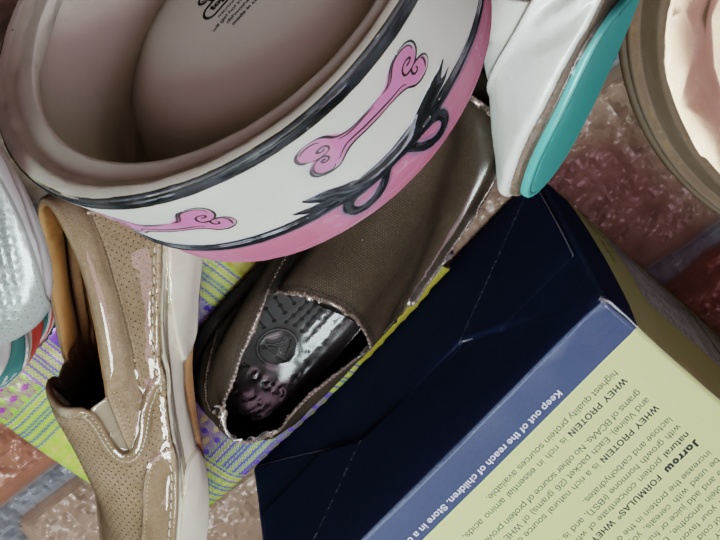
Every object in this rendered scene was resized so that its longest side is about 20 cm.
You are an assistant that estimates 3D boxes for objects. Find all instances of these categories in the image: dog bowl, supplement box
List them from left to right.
[{"bbox_3d":[-0.038,-0.091,0.726,0.200,0.201,0.074,-37,135,10],"label":"dog bowl"},{"bbox_3d":[0.093,0.110,0.857,0.200,0.134,0.200,39,105,-21],"label":"supplement box"}]

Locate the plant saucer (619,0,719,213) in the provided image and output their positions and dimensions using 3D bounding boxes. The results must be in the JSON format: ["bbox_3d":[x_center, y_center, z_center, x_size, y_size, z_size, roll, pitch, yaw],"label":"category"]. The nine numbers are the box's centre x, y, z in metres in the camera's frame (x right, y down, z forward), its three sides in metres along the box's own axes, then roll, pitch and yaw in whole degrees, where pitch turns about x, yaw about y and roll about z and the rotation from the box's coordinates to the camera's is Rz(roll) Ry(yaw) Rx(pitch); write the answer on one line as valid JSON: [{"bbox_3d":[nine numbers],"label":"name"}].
[{"bbox_3d":[0.203,-0.097,0.767,0.199,0.029,0.201,3,112,7],"label":"plant saucer"}]

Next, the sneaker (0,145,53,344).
[{"bbox_3d":[-0.172,-0.062,0.721,0.070,0.080,0.201,-40,83,20],"label":"sneaker"}]

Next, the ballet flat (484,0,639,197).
[{"bbox_3d":[0.083,-0.119,0.730,0.069,0.070,0.201,15,128,-14],"label":"ballet flat"}]

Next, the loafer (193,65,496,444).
[{"bbox_3d":[0.000,0.000,0.805,0.073,0.071,0.200,28,108,-18],"label":"loafer"}]

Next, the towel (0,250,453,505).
[{"bbox_3d":[-0.068,0.017,0.857,0.143,0.023,0.200,37,105,-21],"label":"towel"}]

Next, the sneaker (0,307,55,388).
[{"bbox_3d":[-0.197,-0.032,0.771,0.070,0.093,0.200,-34,105,8],"label":"sneaker"}]

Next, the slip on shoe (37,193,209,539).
[{"bbox_3d":[-0.104,0.055,0.808,0.060,0.076,0.201,-10,116,-34],"label":"slip on shoe"}]
